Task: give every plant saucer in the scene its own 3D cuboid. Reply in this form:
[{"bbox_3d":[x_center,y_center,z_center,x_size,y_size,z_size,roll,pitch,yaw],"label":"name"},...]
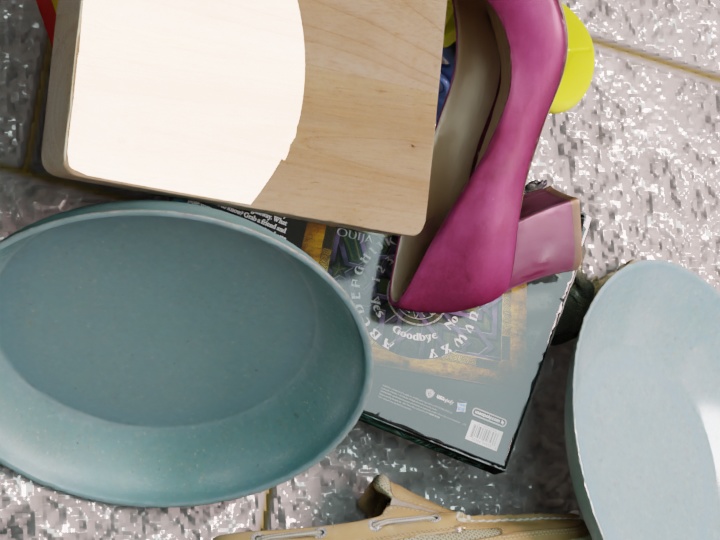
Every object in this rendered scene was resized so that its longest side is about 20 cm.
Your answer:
[{"bbox_3d":[0.154,0.096,1.316,0.201,0.039,0.202,23,58,-43],"label":"plant saucer"},{"bbox_3d":[-0.094,0.031,1.177,0.199,0.200,0.036,19,43,-19],"label":"plant saucer"}]

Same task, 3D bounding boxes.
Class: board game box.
[{"bbox_3d":[0.000,0.000,1.269,0.199,0.028,0.136,23,78,-7],"label":"board game box"}]

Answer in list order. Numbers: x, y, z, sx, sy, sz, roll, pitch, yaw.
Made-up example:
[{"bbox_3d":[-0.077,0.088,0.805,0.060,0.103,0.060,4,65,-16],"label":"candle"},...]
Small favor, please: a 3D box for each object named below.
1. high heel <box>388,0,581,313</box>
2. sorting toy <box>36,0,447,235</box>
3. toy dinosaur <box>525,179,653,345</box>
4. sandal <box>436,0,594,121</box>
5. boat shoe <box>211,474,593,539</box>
[{"bbox_3d":[0.046,-0.080,1.221,0.096,0.067,0.201,-15,100,-21],"label":"high heel"},{"bbox_3d":[-0.058,-0.126,1.162,0.199,0.069,0.200,9,84,-40],"label":"sorting toy"},{"bbox_3d":[0.065,0.007,1.318,0.199,0.047,0.089,-17,93,-22],"label":"toy dinosaur"},{"bbox_3d":[0.017,-0.135,1.296,0.200,0.087,0.080,42,54,-13],"label":"sandal"},{"bbox_3d":[0.023,0.133,1.263,0.199,0.072,0.076,-7,66,-28],"label":"boat shoe"}]
